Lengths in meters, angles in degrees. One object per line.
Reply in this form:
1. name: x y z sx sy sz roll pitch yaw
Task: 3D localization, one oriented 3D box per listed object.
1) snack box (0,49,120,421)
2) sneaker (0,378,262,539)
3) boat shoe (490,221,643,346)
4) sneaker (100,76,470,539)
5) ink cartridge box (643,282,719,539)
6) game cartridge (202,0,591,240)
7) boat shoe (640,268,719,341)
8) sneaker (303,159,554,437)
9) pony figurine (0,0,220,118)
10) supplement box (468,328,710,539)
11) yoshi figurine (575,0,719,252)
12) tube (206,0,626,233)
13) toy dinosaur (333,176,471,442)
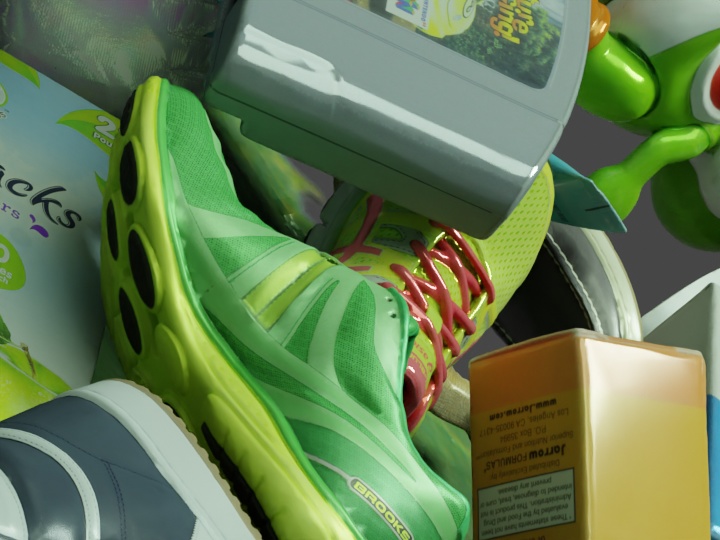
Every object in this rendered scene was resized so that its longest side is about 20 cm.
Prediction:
1. snack box: -0.169 -0.010 0.910 0.169 0.068 0.200 30 35 -18
2. sneaker: -0.058 0.117 0.767 0.108 0.070 0.200 -12 51 -48
3. boat shoe: 0.045 -0.021 1.135 0.065 0.072 0.200 -3 51 -40
4. sneaker: -0.028 0.024 0.880 0.083 0.074 0.200 -12 60 -27
5. ink cartridge box: 0.189 0.122 1.097 0.200 0.084 0.146 34 36 -19
6. game cartridge: 0.019 -0.105 0.987 0.133 0.041 0.200 26 43 -17
7. boat shoe: 0.184 0.042 1.205 0.200 0.072 0.068 0 51 -53
8. sneaker: 0.008 0.025 0.955 0.200 0.090 0.078 -45 114 -21
9. pony figurine: -0.120 -0.155 0.986 0.193 0.200 0.167 6 73 -21
10. supplement box: 0.081 0.126 0.945 0.066 0.069 0.200 12 69 -37
11. yoshi figurine: 0.133 -0.069 1.201 0.200 0.112 0.112 41 9 -23
12. tube: 0.011 -0.061 1.085 0.200 0.050 0.077 25 -1 20
13. toy dinosaur: 0.000 0.000 1.037 0.101 0.058 0.200 -29 106 -28
